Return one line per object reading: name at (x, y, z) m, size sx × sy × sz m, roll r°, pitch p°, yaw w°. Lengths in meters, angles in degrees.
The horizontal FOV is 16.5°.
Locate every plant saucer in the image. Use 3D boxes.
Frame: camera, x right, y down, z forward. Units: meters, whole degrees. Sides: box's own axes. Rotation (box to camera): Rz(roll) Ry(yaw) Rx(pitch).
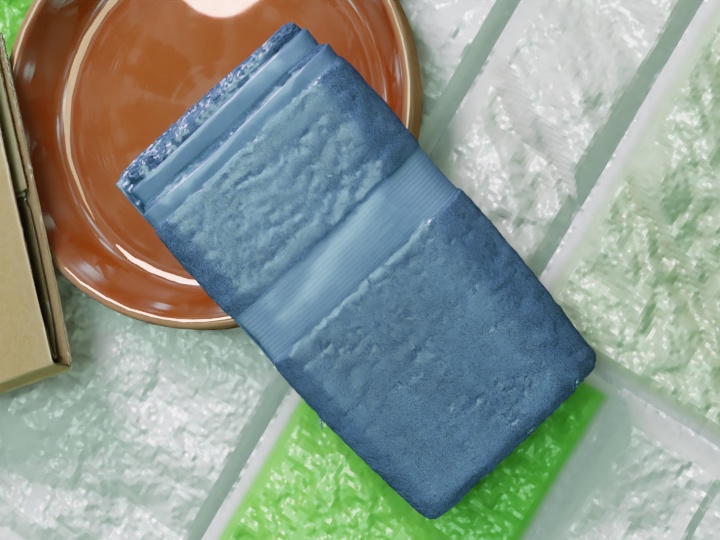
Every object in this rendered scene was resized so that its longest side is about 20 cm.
plant saucer at (-0.067, -0.072, 1.126) m, size 0.200 × 0.032 × 0.201 m, roll -2°, pitch 83°, yaw 18°

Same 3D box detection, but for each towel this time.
towel at (0.000, 0.000, 1.058) m, size 0.112 × 0.049 × 0.200 m, roll -41°, pitch 93°, yaw 7°

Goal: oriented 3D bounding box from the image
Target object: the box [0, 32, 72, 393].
box at (-0.234, -0.004, 1.164) m, size 0.200 × 0.021 × 0.164 m, roll -19°, pitch 78°, yaw 26°
